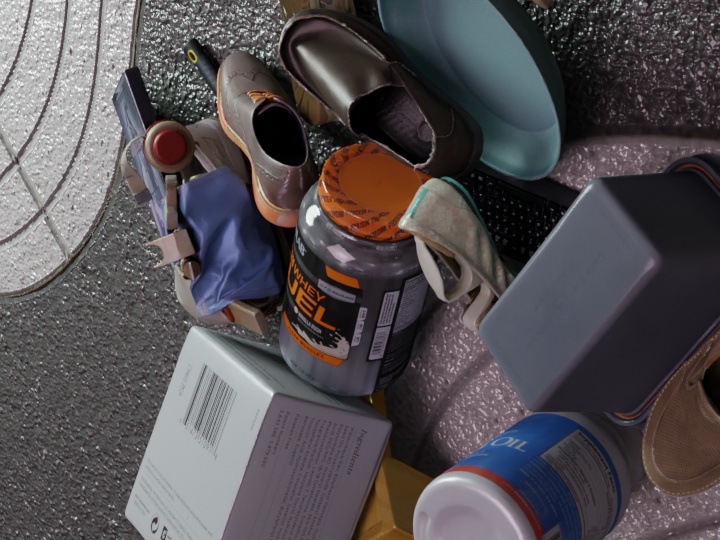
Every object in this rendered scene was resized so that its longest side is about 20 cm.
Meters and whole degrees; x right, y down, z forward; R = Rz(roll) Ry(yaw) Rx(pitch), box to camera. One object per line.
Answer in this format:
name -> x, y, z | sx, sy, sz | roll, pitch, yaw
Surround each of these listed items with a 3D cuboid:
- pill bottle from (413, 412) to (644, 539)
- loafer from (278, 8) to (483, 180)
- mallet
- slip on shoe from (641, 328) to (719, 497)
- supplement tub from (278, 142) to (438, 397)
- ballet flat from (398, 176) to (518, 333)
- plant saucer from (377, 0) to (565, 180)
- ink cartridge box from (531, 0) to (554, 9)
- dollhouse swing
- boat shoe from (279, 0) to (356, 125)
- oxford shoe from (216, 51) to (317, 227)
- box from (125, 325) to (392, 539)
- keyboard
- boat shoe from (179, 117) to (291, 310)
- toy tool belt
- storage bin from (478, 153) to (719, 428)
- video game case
pill bottle -> 0.139, 0.173, 0.992 | 0.111, 0.199, 0.114 | 14, 114, 36
loafer -> 0.008, -0.144, 1.014 | 0.199, 0.071, 0.074 | 36, 112, 20
mallet -> -0.114, -0.133, 1.221 | 0.200, 0.041, 0.066 | 50, 133, 22
slip on shoe -> 0.246, 0.087, 0.867 | 0.076, 0.060, 0.201 | 51, 132, 19
supplement tub -> 0.000, 0.000, 1.081 | 0.122, 0.122, 0.201 | 38, 139, 25
ballet flat -> 0.090, 0.012, 1.012 | 0.067, 0.062, 0.200 | 19, 152, 55
plant saucer -> 0.091, -0.160, 0.980 | 0.200, 0.036, 0.201 | 46, 162, 19
ink cartridge box -> 0.110, -0.309, 0.880 | 0.164, 0.075, 0.201 | 37, 98, 26
dollhouse swing -> 0.021, 0.223, 1.226 | 0.181, 0.177, 0.200 | 29, 135, -21
boat shoe -> -0.030, -0.228, 1.102 | 0.073, 0.062, 0.203 | -158, 61, -63
oxford shoe -> -0.078, -0.134, 1.128 | 0.073, 0.070, 0.201 | 99, 152, -49
box -> -0.097, 0.182, 1.164 | 0.199, 0.130, 0.202 | 28, 99, 59
keyboard -> 0.098, -0.041, 1.063 | 0.199, 0.039, 0.105 | 26, 120, 33
boat shoe -> -0.130, -0.047, 1.237 | 0.071, 0.069, 0.202 | -30, 85, 41
toy tool belt -> -0.132, -0.040, 1.138 | 0.202, 0.124, 0.123 | 66, 170, -11
storage bin -> 0.180, 0.010, 0.922 | 0.201, 0.133, 0.146 | -55, 52, 32
video game case -> -0.199, -0.090, 1.270 | 0.202, 0.019, 0.143 | 69, 164, -2
